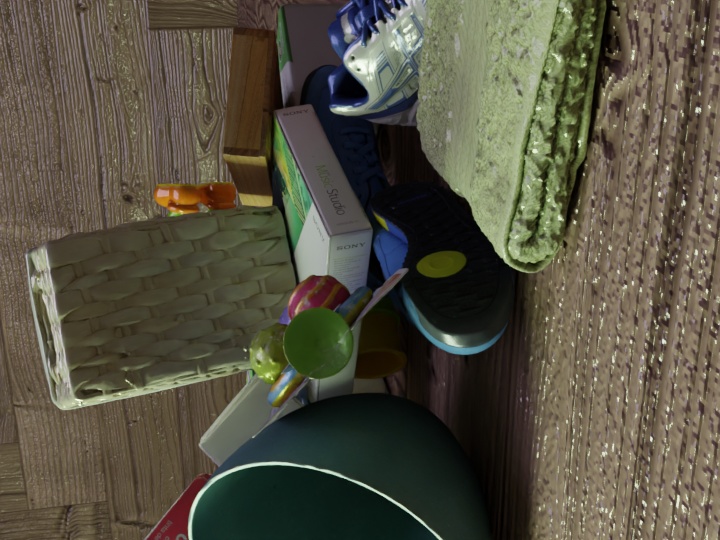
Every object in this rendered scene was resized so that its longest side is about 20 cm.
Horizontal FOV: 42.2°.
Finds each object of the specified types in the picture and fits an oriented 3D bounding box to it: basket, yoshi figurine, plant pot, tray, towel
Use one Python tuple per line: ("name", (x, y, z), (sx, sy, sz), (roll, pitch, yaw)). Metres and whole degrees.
("basket", (-0.151, 0.025, 0.740), (0.123, 0.199, 0.136), (162, 97, -67))
("yoshi figurine", (-0.179, 0.007, 1.007), (0.112, 0.112, 0.201), (-37, -56, -86))
("plant pot", (0.003, 0.161, 0.631), (0.135, 0.199, 0.201), (-56, -25, -51))
("tray", (-0.087, -0.121, 0.794), (0.200, 0.037, 0.099), (120, 154, -83))
("towel", (0.067, -0.114, 0.460), (0.149, 0.036, 0.201), (-120, 25, -50))

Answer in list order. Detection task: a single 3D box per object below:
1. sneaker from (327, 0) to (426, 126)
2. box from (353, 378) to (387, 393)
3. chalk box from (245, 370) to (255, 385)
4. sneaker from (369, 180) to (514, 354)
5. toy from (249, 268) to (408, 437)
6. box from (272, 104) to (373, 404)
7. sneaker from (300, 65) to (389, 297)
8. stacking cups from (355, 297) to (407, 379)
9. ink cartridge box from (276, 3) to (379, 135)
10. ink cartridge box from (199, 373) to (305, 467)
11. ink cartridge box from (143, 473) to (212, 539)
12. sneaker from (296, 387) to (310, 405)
("sneaker", (0.026, -0.153, 0.583), (0.200, 0.088, 0.076), (108, 158, -60))
("box", (-0.013, 0.193, 0.973), (0.082, 0.068, 0.201), (-109, 17, -53))
("chalk box", (-0.075, 0.165, 1.149), (0.200, 0.124, 0.125), (112, 153, -69))
("sneaker", (0.053, 0.011, 0.588), (0.200, 0.066, 0.079), (-114, 12, -64))
("toy", (-0.032, 0.037, 0.561), (0.047, 0.115, 0.200), (43, 175, -2))
("box", (-0.037, -0.005, 0.729), (0.201, 0.036, 0.145), (98, 156, -44))
("sneaker", (0.001, -0.076, 0.778), (0.078, 0.066, 0.201), (-10, 89, 59))
("stacking cups", (0.000, 0.000, 0.868), (0.061, 0.060, 0.201), (102, 163, -56))
("ink cartridge box", (-0.042, -0.147, 0.955), (0.200, 0.083, 0.146), (104, 159, -58))
("ink cartridge box", (-0.041, 0.183, 0.794), (0.200, 0.083, 0.147), (44, 168, -1))
("ink cartridge box", (-0.070, 0.259, 0.749), (0.200, 0.086, 0.148), (40, 168, 10))
("sneaker", (-0.061, 0.170, 1.024), (0.201, 0.070, 0.082), (-60, 1, 6))
